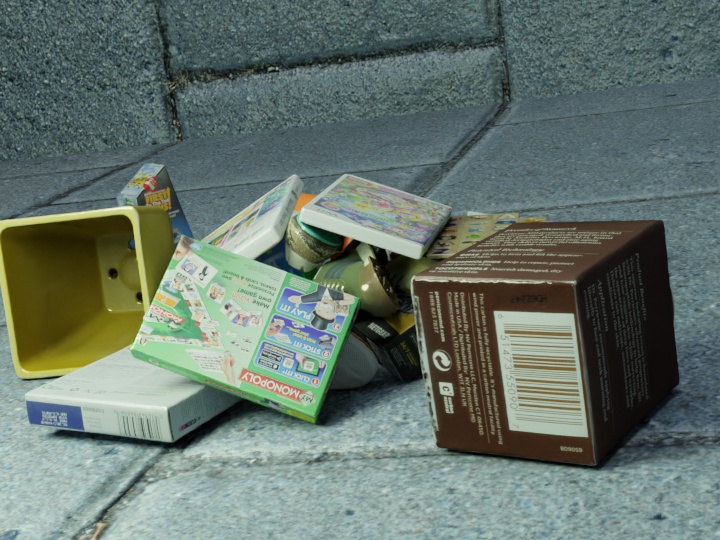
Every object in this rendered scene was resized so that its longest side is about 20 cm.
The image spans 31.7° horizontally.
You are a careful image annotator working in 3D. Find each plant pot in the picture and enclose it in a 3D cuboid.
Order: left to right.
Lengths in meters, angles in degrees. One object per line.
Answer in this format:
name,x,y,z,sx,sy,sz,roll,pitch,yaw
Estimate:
plant pot,-0.323,0.013,1.621,0.192,0.197,0.200,-5,8,14

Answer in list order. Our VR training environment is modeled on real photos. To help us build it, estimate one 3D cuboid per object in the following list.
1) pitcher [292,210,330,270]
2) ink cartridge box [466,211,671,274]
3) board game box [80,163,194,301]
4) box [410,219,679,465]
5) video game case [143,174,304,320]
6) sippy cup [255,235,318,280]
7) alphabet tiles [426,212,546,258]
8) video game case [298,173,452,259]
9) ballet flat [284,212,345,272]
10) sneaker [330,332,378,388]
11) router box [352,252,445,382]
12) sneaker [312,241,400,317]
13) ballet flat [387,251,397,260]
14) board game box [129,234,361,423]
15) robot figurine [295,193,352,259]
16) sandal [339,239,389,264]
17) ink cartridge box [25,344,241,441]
pitcher,-0.140,-0.010,1.769,0.198,0.122,0.171,-17,-4,13
ink cartridge box,0.264,-0.038,1.620,0.195,0.044,0.200,7,4,-27
board game box,-0.318,-0.042,1.796,0.199,0.202,0.061,-18,17,-36
box,0.172,0.058,1.152,0.163,0.167,0.200,0,16,35
video game case,-0.160,-0.025,1.520,0.199,0.024,0.182,-34,16,19
sippy cup,-0.125,0.024,1.584,0.129,0.141,0.178,-22,-6,-13
alphabet tiles,0.134,-0.042,1.477,0.165,0.006,0.200,-3,14,9
video game case,0.023,-0.066,1.468,0.142,0.018,0.200,19,19,8
ballet flat,-0.052,-0.038,1.486,0.075,0.068,0.200,-52,1,20
sneaker,-0.069,0.051,1.368,0.199,0.078,0.112,23,28,-3
router box,0.065,0.036,1.433,0.157,0.052,0.200,-35,20,-10
sneaker,-0.012,0.025,1.397,0.089,0.067,0.200,-31,13,4
ballet flat,0.032,-0.003,1.689,0.069,0.072,0.200,0,16,29
board game box,-0.115,0.058,1.284,0.198,0.135,0.029,20,-21,6
robot figurine,-0.078,-0.054,1.881,0.143,0.118,0.199,-25,21,-32
sandal,0.000,-0.001,1.591,0.048,0.076,0.200,22,-28,-14
ink cartridge box,-0.220,0.125,1.366,0.195,0.044,0.200,1,14,31
